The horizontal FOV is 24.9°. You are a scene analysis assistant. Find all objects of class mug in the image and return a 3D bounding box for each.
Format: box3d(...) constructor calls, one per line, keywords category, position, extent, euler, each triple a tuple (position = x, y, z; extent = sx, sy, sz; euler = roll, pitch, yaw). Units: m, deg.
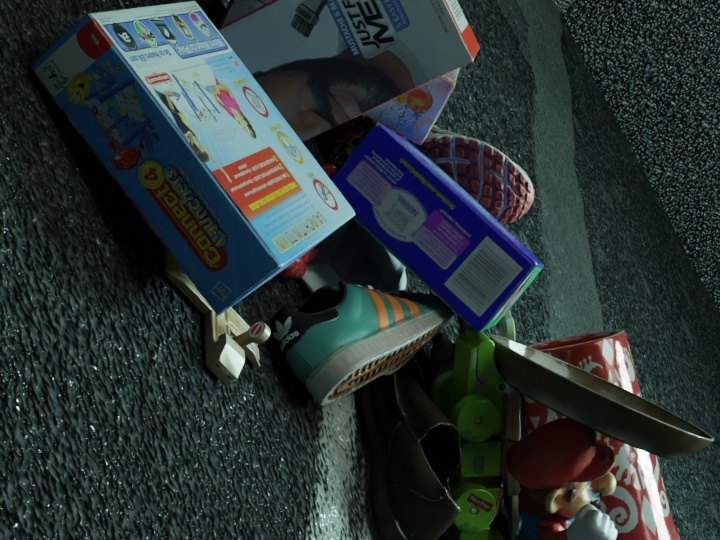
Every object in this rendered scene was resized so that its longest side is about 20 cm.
box3d(category="mug", position=(0.190, 0.166, 1.505), extent=(0.133, 0.177, 0.201), euler=(-14, 93, -58))

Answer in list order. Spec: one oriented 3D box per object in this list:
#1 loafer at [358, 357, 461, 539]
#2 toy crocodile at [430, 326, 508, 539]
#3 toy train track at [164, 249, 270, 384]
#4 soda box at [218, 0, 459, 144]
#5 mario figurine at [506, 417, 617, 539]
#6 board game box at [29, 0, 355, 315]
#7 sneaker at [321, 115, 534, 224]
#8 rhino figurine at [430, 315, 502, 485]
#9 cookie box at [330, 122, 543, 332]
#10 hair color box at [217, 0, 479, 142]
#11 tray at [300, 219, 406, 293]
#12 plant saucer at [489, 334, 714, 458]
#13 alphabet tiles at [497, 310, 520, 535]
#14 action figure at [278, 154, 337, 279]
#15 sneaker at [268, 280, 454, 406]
box3d(category="loafer", position=(0.048, 0.137, 1.284), extent=(0.073, 0.071, 0.200), euler=(51, 21, -39))
box3d(category="toy crocodile", position=(0.094, 0.145, 1.331), extent=(0.067, 0.062, 0.201), euler=(-143, -127, -68))
box3d(category="toy train track", position=(-0.092, -0.009, 1.133), extent=(0.115, 0.032, 0.200), euler=(50, 22, -42))
box3d(category="soda box", position=(-0.017, -0.188, 1.384), extent=(0.200, 0.064, 0.068), euler=(29, 24, -4))
box3d(category="mario figurine", position=(0.177, 0.215, 1.367), extent=(0.106, 0.123, 0.201), euler=(-17, 124, -41))
box3d(category="board game box", position=(-0.104, -0.083, 1.094), extent=(0.196, 0.056, 0.200), euler=(53, 18, -1))
box3d(category="sneaker", position=(0.068, -0.105, 1.500), extent=(0.199, 0.078, 0.082), euler=(25, 22, 10))
box3d(category="rhino figurine", position=(0.093, 0.123, 1.454), extent=(0.200, 0.060, 0.088), euler=(-94, 172, -45))
box3d(category="cookie box", position=(0.066, -0.033, 1.351), extent=(0.171, 0.075, 0.200), euler=(42, 6, 7))
box3d(category="hair color box", position=(-0.020, -0.176, 1.287), extent=(0.111, 0.199, 0.064), euler=(62, 16, -11))
box3d(category="tray", position=(0.000, 0.000, 1.385), extent=(0.108, 0.022, 0.200), euler=(53, 19, -10))
box3d(category="plant saucer", position=(0.192, 0.107, 1.337), extent=(0.200, 0.032, 0.200), euler=(23, 4, -2))
box3d(category="alphabet tiles", position=(0.132, 0.133, 1.493), extent=(0.200, 0.015, 0.196), euler=(-82, 170, -81))
box3d(category="action figure", position=(-0.049, -0.050, 1.298), extent=(0.200, 0.052, 0.066), euler=(-80, 147, -58))
box3d(category="sneaker", position=(0.004, 0.038, 1.250), extent=(0.080, 0.071, 0.200), euler=(49, 27, 12))
